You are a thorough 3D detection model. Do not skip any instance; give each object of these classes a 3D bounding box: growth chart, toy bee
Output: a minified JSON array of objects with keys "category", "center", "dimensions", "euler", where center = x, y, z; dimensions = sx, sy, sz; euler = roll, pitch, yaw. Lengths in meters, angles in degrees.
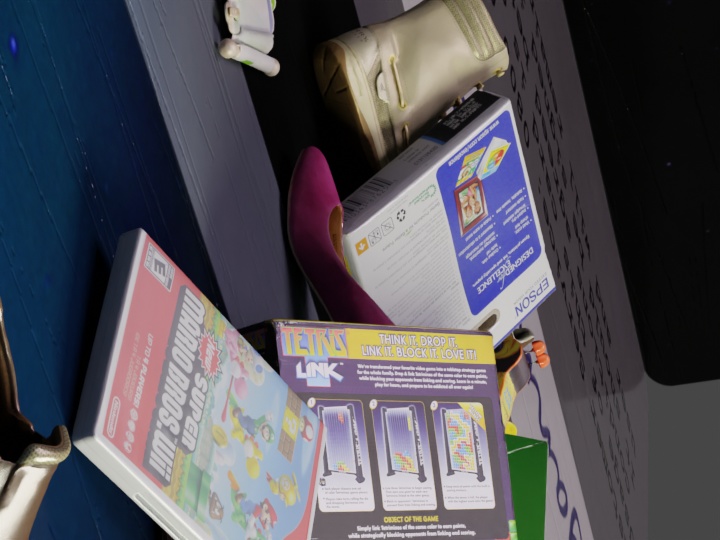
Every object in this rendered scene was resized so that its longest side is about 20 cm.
[{"category":"growth chart","center":[-0.084,-0.235,1.648],"dimensions":[0.145,0.018,0.201],"euler":[28,54,-75]},{"category":"toy bee","center":[0.116,0.097,2.099],"dimensions":[0.131,0.108,0.201],"euler":[51,32,-62]}]

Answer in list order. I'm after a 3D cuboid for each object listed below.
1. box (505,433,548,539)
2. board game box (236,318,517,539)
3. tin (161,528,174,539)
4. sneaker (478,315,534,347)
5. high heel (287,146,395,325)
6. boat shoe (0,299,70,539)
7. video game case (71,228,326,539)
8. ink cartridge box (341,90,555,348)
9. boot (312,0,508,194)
[{"category":"box","center":[0.073,0.239,1.703],"dimensions":[0.200,0.096,0.177],"euler":[-78,178,-65]},{"category":"board game box","center":[0.009,0.121,1.509],"dimensions":[0.200,0.057,0.166],"euler":[5,72,-42]},{"category":"tin","center":[-0.084,0.144,1.347],"dimensions":[0.112,0.042,0.201],"euler":[45,37,-63]},{"category":"sneaker","center":[0.116,-0.001,2.203],"dimensions":[0.070,0.075,0.200],"euler":[-119,-165,-55]},{"category":"high heel","center":[0.000,0.000,1.676],"dimensions":[0.067,0.096,0.201],"euler":[53,31,-64]},{"category":"boat shoe","center":[-0.159,0.085,0.966],"dimensions":[0.075,0.075,0.203],"euler":[-66,145,-67]},{"category":"video game case","center":[-0.084,0.091,1.284],"dimensions":[0.200,0.017,0.143],"euler":[50,35,-39]},{"category":"ink cartridge box","center":[0.065,-0.010,1.857],"dimensions":[0.198,0.047,0.200],"euler":[-41,134,-30]},{"category":"boot","center":[0.056,-0.125,1.880],"dimensions":[0.073,0.155,0.200],"euler":[24,-42,55]}]
